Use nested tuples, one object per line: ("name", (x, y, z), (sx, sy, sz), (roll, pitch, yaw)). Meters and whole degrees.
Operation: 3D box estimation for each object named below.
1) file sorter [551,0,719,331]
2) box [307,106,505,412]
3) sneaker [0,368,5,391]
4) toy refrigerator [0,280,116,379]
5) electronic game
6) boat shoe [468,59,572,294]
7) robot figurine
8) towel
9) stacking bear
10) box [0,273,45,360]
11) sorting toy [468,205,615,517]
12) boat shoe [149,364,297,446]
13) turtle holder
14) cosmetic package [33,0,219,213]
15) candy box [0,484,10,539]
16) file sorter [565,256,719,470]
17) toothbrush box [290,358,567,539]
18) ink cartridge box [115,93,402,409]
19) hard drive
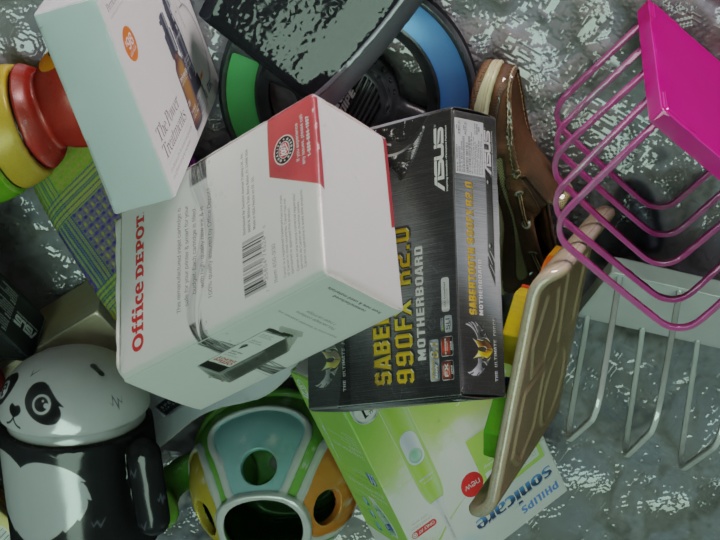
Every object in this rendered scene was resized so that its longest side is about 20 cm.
("file sorter", (0.217, -0.071, 1.215), (0.139, 0.200, 0.125), (38, 117, -14))
("box", (0.028, -0.003, 1.221), (0.158, 0.048, 0.201), (-9, 78, 46))
("sneaker", (-0.388, 0.071, 1.350), (0.199, 0.078, 0.116), (-14, 94, -18))
("toy refrigerator", (-0.267, 0.084, 1.437), (0.200, 0.070, 0.076), (-30, 118, 22))
("electronic game", (-0.010, -0.133, 1.299), (0.199, 0.042, 0.201), (3, 119, 6))
("boat shoe", (0.126, -0.069, 1.300), (0.074, 0.075, 0.203), (6, 131, 16))
("robot figurine", (-0.223, 0.158, 1.351), (0.149, 0.125, 0.201), (-2, 107, -1))
("towel", (-0.163, -0.030, 1.340), (0.144, 0.023, 0.200), (-42, 79, 23))
("stacking bear", (-0.271, -0.113, 1.306), (0.199, 0.122, 0.114), (-18, 122, 11))
("box", (-0.377, 0.004, 1.341), (0.192, 0.048, 0.200), (5, 152, 24))
("sorting toy", (0.128, 0.061, 1.255), (0.036, 0.185, 0.201), (19, 112, 14))
("boat shoe", (-0.128, 0.082, 1.415), (0.200, 0.070, 0.071), (-33, 112, 23))
("turtle holder", (-0.090, 0.171, 1.426), (0.185, 0.132, 0.141), (16, 120, -3))
("cosmetic package", (-0.160, -0.154, 1.214), (0.051, 0.200, 0.151), (-15, 117, 13))
("candy box", (-0.369, 0.174, 1.465), (0.055, 0.115, 0.200), (-46, 107, -6))
("file sorter", (0.266, 0.085, 1.305), (0.199, 0.125, 0.139), (13, 164, 0))
("toothbrush box", (0.057, 0.129, 1.373), (0.145, 0.086, 0.201), (-33, 116, -19))
("ink cartridge box", (-0.075, -0.009, 1.201), (0.200, 0.147, 0.083), (-27, 143, 33))
("hard drive", (-0.016, -0.224, 1.221), (0.135, 0.042, 0.200), (38, 106, -2))
